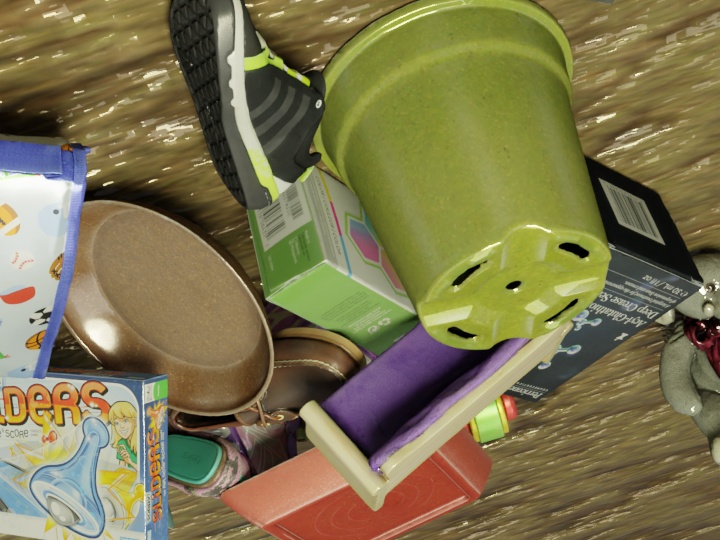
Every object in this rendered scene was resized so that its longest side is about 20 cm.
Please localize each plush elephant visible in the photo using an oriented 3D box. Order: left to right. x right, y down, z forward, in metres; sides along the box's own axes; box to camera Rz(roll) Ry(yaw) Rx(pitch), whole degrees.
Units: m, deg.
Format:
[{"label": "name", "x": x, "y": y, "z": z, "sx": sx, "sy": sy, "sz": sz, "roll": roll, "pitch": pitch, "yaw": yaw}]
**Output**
[{"label": "plush elephant", "x": 0.348, "y": 0.052, "z": 1.096, "sx": 0.164, "sy": 0.200, "sz": 0.155, "roll": -25, "pitch": 124, "yaw": -10}]

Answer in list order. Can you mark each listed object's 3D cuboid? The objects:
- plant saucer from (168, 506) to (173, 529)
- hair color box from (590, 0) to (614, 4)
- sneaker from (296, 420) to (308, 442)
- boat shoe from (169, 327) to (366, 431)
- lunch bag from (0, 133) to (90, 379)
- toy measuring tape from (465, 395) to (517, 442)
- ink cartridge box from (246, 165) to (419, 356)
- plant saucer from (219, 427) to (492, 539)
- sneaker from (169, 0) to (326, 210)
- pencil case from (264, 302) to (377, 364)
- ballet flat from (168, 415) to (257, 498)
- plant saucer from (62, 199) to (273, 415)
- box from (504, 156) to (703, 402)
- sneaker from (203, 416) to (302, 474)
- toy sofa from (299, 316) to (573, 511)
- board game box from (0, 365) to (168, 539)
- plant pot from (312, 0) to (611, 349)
[{"label": "plant saucer", "x": -0.259, "y": 0.188, "z": 1.043, "sx": 0.200, "sy": 0.027, "sz": 0.200, "roll": 19, "pitch": 165, "yaw": 5}, {"label": "hair color box", "x": 0.140, "y": -0.251, "z": 0.649, "sx": 0.099, "sy": 0.061, "sz": 0.200, "roll": 1, "pitch": 141, "yaw": -23}, {"label": "sneaker", "x": -0.037, "y": 0.136, "z": 1.105, "sx": 0.199, "sy": 0.077, "sz": 0.075, "roll": -19, "pitch": 148, "yaw": 5}, {"label": "boat shoe", "x": -0.078, "y": 0.097, "z": 0.917, "sx": 0.200, "sy": 0.070, "sz": 0.070, "roll": -17, "pitch": 122, "yaw": 47}, {"label": "lunch bag", "x": -0.272, "y": -0.024, "z": 0.741, "sx": 0.169, "sy": 0.124, "sz": 0.200, "roll": 2, "pitch": 148, "yaw": -22}, {"label": "toy measuring tape", "x": 0.121, "y": 0.123, "z": 1.160, "sx": 0.073, "sy": 0.074, "sz": 0.200, "roll": -17, "pitch": 146, "yaw": 1}, {"label": "ink cartridge box", "x": 0.000, "y": 0.000, "z": 0.904, "sx": 0.059, "sy": 0.104, "sz": 0.200, "roll": -32, "pitch": 143, "yaw": 23}, {"label": "plant saucer", "x": 0.009, "y": 0.195, "z": 0.996, "sx": 0.200, "sy": 0.037, "sz": 0.200, "roll": -26, "pitch": 147, "yaw": 8}, {"label": "sneaker", "x": -0.066, "y": -0.124, "z": 0.753, "sx": 0.083, "sy": 0.072, "sz": 0.200, "roll": -31, "pitch": 150, "yaw": -15}, {"label": "pencil case", "x": -0.003, "y": 0.092, "z": 1.002, "sx": 0.085, "sy": 0.084, "sz": 0.200, "roll": -27, "pitch": 126, "yaw": 38}, {"label": "ballet flat", "x": -0.167, "y": 0.165, "z": 1.013, "sx": 0.200, "sy": 0.069, "sz": 0.071, "roll": 10, "pitch": 153, "yaw": 41}, {"label": "plant saucer", "x": -0.146, "y": 0.023, "z": 0.860, "sx": 0.200, "sy": 0.037, "sz": 0.201, "roll": 16, "pitch": 133, "yaw": 18}, {"label": "box", "x": 0.159, "y": 0.010, "z": 0.984, "sx": 0.148, "sy": 0.107, "sz": 0.200, "roll": 17, "pitch": 134, "yaw": -40}, {"label": "sneaker", "x": -0.085, "y": 0.155, "z": 1.056, "sx": 0.088, "sy": 0.081, "sz": 0.200, "roll": -31, "pitch": 109, "yaw": 0}, {"label": "toy sofa", "x": 0.056, "y": 0.074, "z": 0.833, "sx": 0.200, "sy": 0.083, "sz": 0.098, "roll": -38, "pitch": 161, "yaw": -19}, {"label": "board game box", "x": -0.246, "y": 0.144, "z": 0.912, "sx": 0.199, "sy": 0.136, "sz": 0.034, "roll": 1, "pitch": -176, "yaw": 23}, {"label": "plant pot", "x": 0.081, "y": -0.055, "z": 0.791, "sx": 0.200, "sy": 0.185, "sz": 0.201, "roll": -12, "pitch": 146, "yaw": -8}]
